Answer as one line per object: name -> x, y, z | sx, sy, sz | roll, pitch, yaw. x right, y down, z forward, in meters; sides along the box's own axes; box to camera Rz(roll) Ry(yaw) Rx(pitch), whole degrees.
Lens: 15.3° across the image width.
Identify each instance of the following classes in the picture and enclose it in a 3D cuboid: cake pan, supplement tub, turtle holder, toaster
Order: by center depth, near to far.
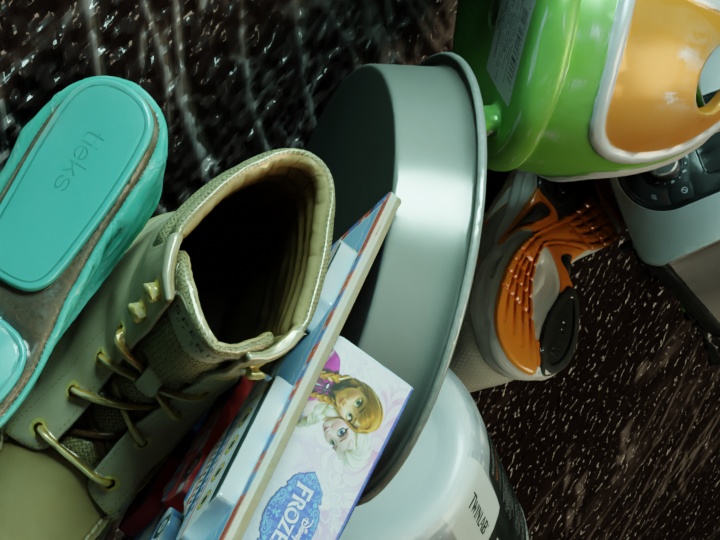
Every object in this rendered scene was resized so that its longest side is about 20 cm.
cake pan -> 0.000, 0.000, 1.156 | 0.200, 0.036, 0.202 | -167, -90, -73
turtle holder -> 0.099, -0.106, 1.209 | 0.185, 0.131, 0.142 | 157, -60, -75
supplement tub -> 0.018, 0.125, 1.352 | 0.123, 0.122, 0.200 | -55, 154, -15
toaster -> 0.184, -0.072, 1.383 | 0.118, 0.182, 0.200 | -23, 158, 12

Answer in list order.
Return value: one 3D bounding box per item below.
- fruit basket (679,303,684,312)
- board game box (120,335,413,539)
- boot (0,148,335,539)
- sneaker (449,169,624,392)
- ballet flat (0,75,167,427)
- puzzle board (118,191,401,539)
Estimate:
fruit basket -> 0.262, -0.053, 1.639 | 0.215, 0.155, 0.217 | -22, 117, -53
board game box -> -0.075, 0.144, 1.062 | 0.199, 0.041, 0.201 | -38, -160, 58
boot -> -0.088, 0.047, 1.033 | 0.201, 0.073, 0.155 | -56, -168, -22
sneaker -> 0.075, -0.011, 1.402 | 0.076, 0.092, 0.200 | 52, 39, -20
ballet flat -> -0.137, 0.017, 1.008 | 0.201, 0.067, 0.070 | -54, 167, -14
puzzle board -> -0.057, 0.070, 1.052 | 0.151, 0.017, 0.201 | -44, -164, 48
